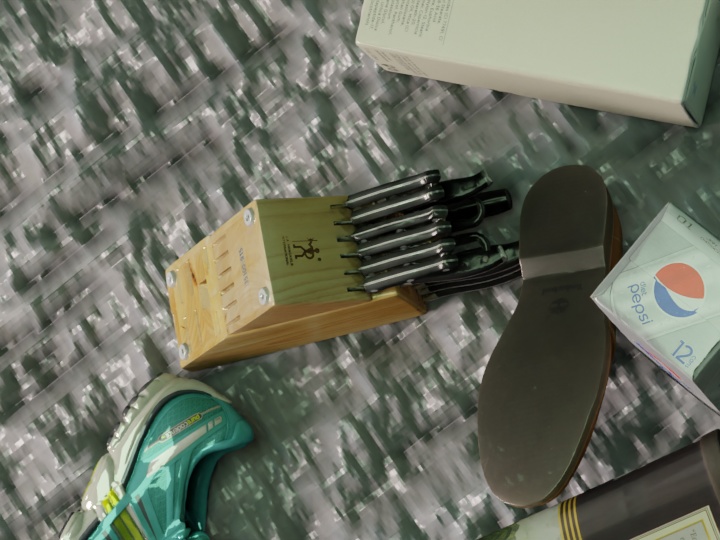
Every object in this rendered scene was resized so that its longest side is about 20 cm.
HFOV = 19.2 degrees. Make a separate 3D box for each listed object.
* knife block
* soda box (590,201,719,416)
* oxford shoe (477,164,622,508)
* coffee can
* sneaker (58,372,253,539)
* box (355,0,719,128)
[{"bbox_3d":[0.000,0.000,1.249,0.200,0.175,0.064,-34,63,57],"label":"knife block"},{"bbox_3d":[0.179,0.027,1.105,0.068,0.200,0.063,40,92,19],"label":"soda box"},{"bbox_3d":[0.116,0.045,1.169,0.071,0.071,0.201,0,60,29],"label":"oxford shoe"},{"bbox_3d":[0.128,0.190,1.119,0.200,0.146,0.147,-25,73,11],"label":"coffee can"},{"bbox_3d":[-0.130,0.159,1.247,0.079,0.078,0.201,26,88,11],"label":"sneaker"},{"bbox_3d":[0.105,-0.143,1.230,0.199,0.068,0.082,14,85,19],"label":"box"}]
